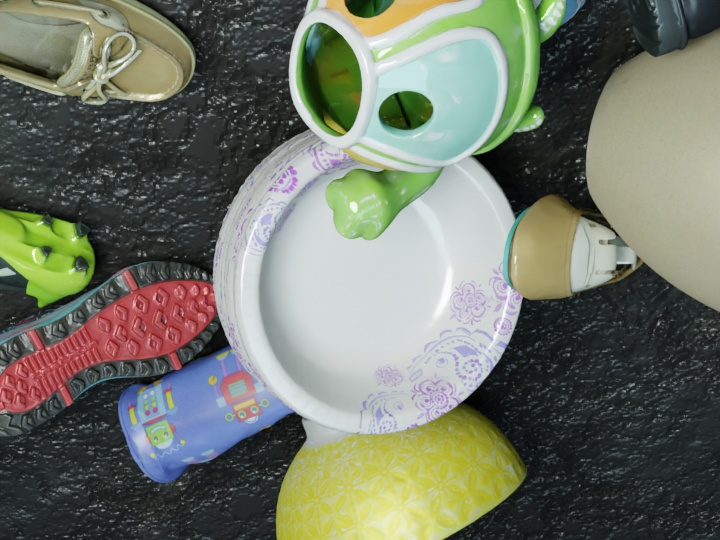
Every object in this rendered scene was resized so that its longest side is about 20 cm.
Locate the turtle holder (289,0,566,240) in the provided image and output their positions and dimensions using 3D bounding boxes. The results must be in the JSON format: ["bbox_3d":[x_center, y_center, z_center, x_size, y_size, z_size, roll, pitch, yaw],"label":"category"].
[{"bbox_3d":[0.020,-0.119,1.056,0.131,0.141,0.185,-25,169,-37],"label":"turtle holder"}]

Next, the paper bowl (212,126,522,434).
[{"bbox_3d":[0.000,0.000,1.189,0.199,0.104,0.202,-4,103,-20],"label":"paper bowl"}]

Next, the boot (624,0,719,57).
[{"bbox_3d":[0.223,-0.240,1.053,0.167,0.076,0.201,-23,117,-5],"label":"boot"}]

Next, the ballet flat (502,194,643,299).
[{"bbox_3d":[0.149,-0.017,1.194,0.063,0.200,0.069,7,98,20],"label":"ballet flat"}]

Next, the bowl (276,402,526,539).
[{"bbox_3d":[0.014,0.142,1.341,0.199,0.200,0.108,-24,94,14],"label":"bowl"}]

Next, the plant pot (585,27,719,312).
[{"bbox_3d":[0.223,-0.076,1.151,0.134,0.201,0.201,15,141,26],"label":"plant pot"}]

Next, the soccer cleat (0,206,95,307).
[{"bbox_3d":[-0.270,-0.026,1.186,0.199,0.068,0.081,27,137,-31],"label":"soccer cleat"}]

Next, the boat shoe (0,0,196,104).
[{"bbox_3d":[-0.194,-0.139,1.086,0.200,0.063,0.073,20,128,-26],"label":"boat shoe"}]

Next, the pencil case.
[{"bbox_3d":[-0.077,0.084,1.312,0.199,0.087,0.078,-25,90,13],"label":"pencil case"}]

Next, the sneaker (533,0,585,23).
[{"bbox_3d":[0.104,-0.233,1.052,0.072,0.072,0.201,-27,135,-28],"label":"sneaker"}]

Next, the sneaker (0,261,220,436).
[{"bbox_3d":[-0.195,0.042,1.260,0.199,0.095,0.080,-22,108,-18],"label":"sneaker"}]
